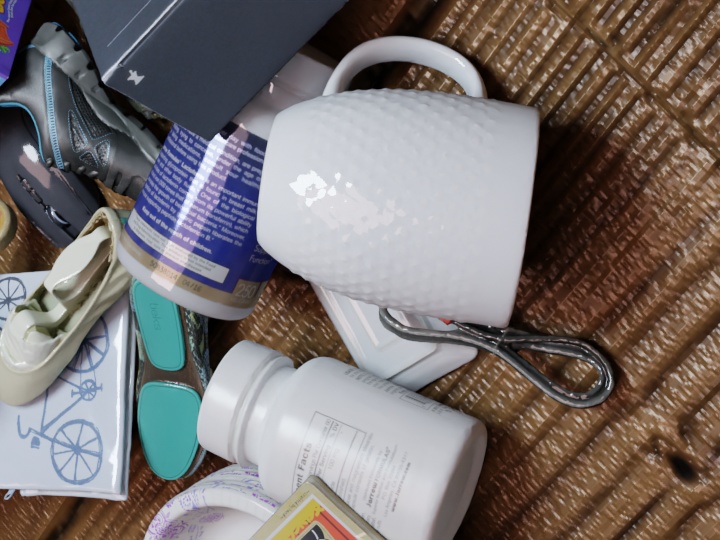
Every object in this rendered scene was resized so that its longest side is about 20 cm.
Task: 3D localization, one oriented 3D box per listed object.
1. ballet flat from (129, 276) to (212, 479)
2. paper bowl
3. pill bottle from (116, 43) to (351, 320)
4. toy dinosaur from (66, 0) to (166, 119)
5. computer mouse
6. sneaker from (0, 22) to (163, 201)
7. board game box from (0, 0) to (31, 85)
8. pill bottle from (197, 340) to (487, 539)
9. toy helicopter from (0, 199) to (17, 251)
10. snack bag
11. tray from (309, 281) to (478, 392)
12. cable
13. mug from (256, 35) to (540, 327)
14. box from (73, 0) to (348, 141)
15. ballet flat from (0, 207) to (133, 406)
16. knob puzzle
[{"bbox_3d":[-0.145,0.075,1.303,0.074,0.074,0.202,20,125,26],"label":"ballet flat"},{"bbox_3d":[-0.071,0.252,1.288,0.199,0.104,0.203,10,109,30],"label":"paper bowl"},{"bbox_3d":[-0.090,-0.076,1.176,0.115,0.115,0.202,32,103,21],"label":"pill bottle"},{"bbox_3d":[-0.198,-0.210,1.268,0.201,0.047,0.088,54,131,11],"label":"toy dinosaur"},{"bbox_3d":[-0.240,-0.073,1.333,0.140,0.046,0.202,-26,89,35],"label":"computer mouse"},{"bbox_3d":[-0.205,-0.095,1.263,0.082,0.073,0.200,-41,90,-6],"label":"sneaker"},{"bbox_3d":[-0.334,-0.169,1.301,0.045,0.136,0.199,28,139,-27],"label":"board game box"},{"bbox_3d":[-0.015,0.129,1.195,0.198,0.114,0.116,22,115,17],"label":"pill bottle"},{"bbox_3d":[-0.353,0.026,1.331,0.131,0.079,0.202,23,77,17],"label":"toy helicopter"},{"bbox_3d":[-0.277,0.095,1.339,0.197,0.021,0.191,-2,83,20],"label":"snack bag"},{"bbox_3d":[0.000,0.000,1.217,0.107,0.022,0.201,-32,86,34],"label":"tray"},{"bbox_3d":[0.086,0.038,1.143,0.097,0.050,0.200,-46,70,-4],"label":"cable"},{"bbox_3d":[0.027,-0.071,1.085,0.173,0.202,0.148,9,153,2],"label":"mug"},{"bbox_3d":[-0.117,-0.220,1.105,0.148,0.107,0.201,-42,48,20],"label":"box"},{"bbox_3d":[-0.243,0.027,1.285,0.069,0.069,0.200,44,101,14],"label":"ballet flat"},{"bbox_3d":[-0.016,0.273,1.175,0.217,0.030,0.222,10,117,21],"label":"knob puzzle"}]
